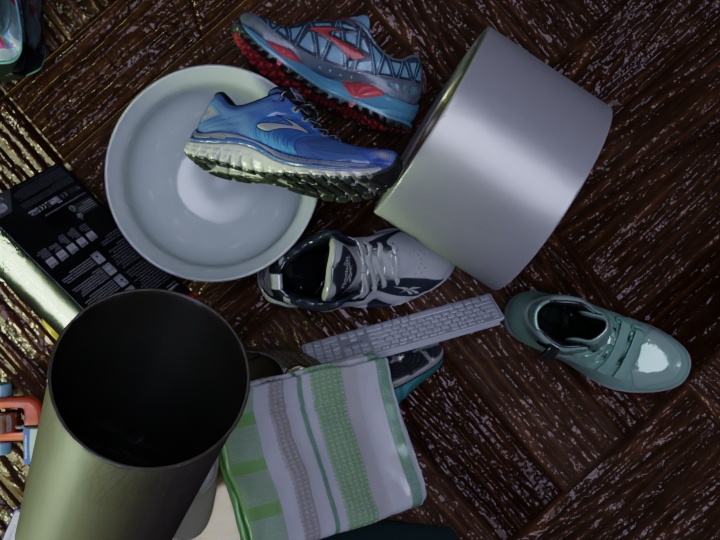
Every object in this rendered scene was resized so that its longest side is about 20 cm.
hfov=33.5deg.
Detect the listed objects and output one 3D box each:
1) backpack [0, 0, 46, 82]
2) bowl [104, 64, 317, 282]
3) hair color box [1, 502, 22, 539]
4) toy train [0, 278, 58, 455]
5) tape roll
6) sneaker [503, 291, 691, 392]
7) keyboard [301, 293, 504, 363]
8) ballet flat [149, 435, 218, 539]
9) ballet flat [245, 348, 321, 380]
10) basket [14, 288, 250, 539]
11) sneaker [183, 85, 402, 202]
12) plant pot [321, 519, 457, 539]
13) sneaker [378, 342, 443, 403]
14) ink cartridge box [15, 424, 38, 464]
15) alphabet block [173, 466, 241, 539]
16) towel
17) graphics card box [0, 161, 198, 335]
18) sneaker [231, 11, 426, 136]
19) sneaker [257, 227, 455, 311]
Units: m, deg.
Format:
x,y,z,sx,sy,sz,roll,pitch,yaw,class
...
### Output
x,y,z,sx,sy,sz,roll,pitch,yaw,class
-0.384,-0.284,1.093,0.174,0.153,0.202,0,85,1,backpack
-0.138,-0.089,1.141,0.199,0.090,0.203,0,90,-3,bowl
-0.204,0.275,0.967,0.198,0.065,0.110,25,88,-3,hair color box
-0.310,0.081,1.152,0.148,0.056,0.202,4,91,-5,toy train
0.121,-0.103,1.108,0.138,0.203,0.204,31,89,-4,tape roll
0.242,0.076,1.163,0.199,0.118,0.074,18,88,-6,sneaker
0.041,0.061,1.180,0.198,0.056,0.011,-15,122,-4,keyboard
-0.149,0.119,0.970,0.069,0.069,0.202,-11,86,-4,ballet flat
-0.125,0.100,1.145,0.198,0.046,0.068,10,91,13,ballet flat
-0.177,0.143,0.871,0.135,0.181,0.201,24,124,-3,basket
-0.056,-0.118,1.047,0.198,0.079,0.090,14,81,17,sneaker
0.026,0.324,1.111,0.140,0.200,0.143,8,90,-5,plant pot
0.000,0.135,1.179,0.199,0.077,0.080,-37,127,-9,sneaker
-0.227,0.156,1.073,0.118,0.199,0.042,1,86,-32,ink cartridge box
-0.168,0.287,1.099,0.198,0.196,0.197,-20,94,-4,alphabet block
-0.035,0.156,1.048,0.199,0.031,0.151,-8,74,-41,towel
-0.256,0.001,1.112,0.200,0.125,0.051,45,124,-1,graphics card box
-0.029,-0.210,1.166,0.199,0.079,0.096,25,80,-13,sneaker
0.000,0.000,1.136,0.197,0.130,0.080,0,93,-4,sneaker
